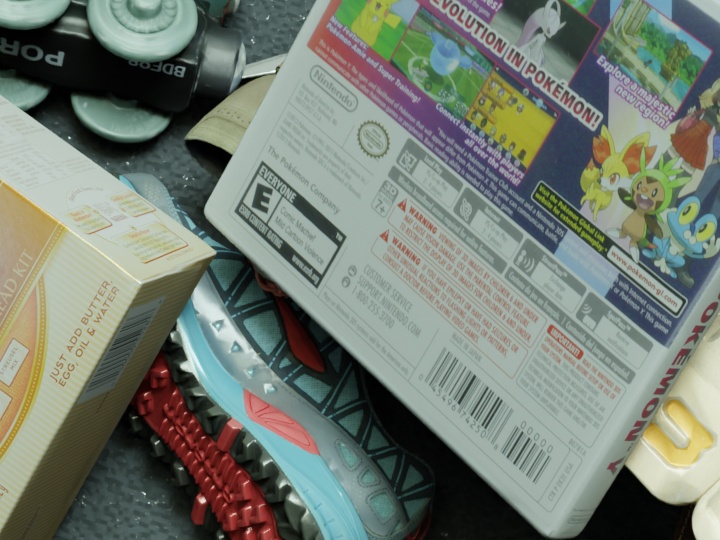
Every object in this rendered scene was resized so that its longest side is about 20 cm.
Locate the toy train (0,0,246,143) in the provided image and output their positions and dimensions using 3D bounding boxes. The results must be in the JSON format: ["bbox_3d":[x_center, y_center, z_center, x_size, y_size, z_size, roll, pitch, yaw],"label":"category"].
[{"bbox_3d":[-0.142,-0.128,0.996,0.199,0.085,0.115,12,55,-6],"label":"toy train"}]

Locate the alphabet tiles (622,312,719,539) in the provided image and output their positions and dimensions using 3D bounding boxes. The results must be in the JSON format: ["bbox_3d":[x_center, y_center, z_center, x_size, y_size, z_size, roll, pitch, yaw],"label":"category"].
[{"bbox_3d":[0.178,0.015,0.798,0.200,0.015,0.196,-44,78,0],"label":"alphabet tiles"}]

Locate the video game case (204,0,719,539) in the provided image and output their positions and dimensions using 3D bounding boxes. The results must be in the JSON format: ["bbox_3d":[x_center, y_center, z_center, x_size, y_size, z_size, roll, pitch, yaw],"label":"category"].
[{"bbox_3d":[0.049,-0.040,0.817,0.200,0.023,0.183,42,112,33],"label":"video game case"}]

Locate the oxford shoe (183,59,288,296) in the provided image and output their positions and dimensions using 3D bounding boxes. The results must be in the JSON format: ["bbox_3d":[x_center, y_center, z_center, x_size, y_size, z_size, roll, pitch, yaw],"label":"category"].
[{"bbox_3d":[0.000,0.000,0.912,0.075,0.071,0.200,-29,52,-10],"label":"oxford shoe"}]

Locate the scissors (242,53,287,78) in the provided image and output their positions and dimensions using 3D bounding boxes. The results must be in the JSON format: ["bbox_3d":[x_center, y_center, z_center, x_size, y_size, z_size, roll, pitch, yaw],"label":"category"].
[{"bbox_3d":[0.040,-0.103,1.040,0.199,0.014,0.073,-28,73,-18],"label":"scissors"}]

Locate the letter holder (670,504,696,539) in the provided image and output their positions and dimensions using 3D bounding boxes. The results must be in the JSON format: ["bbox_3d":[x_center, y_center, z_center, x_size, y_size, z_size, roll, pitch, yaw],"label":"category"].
[{"bbox_3d":[0.208,0.141,0.833,0.199,0.101,0.143,6,47,21],"label":"letter holder"}]

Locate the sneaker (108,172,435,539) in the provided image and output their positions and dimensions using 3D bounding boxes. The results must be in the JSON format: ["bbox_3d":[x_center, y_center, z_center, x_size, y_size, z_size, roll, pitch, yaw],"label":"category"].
[{"bbox_3d":[-0.043,0.042,0.946,0.095,0.079,0.200,-15,62,-38],"label":"sneaker"}]

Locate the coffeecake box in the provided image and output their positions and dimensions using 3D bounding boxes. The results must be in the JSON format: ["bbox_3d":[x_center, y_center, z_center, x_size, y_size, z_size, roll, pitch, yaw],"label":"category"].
[{"bbox_3d":[-0.181,0.004,0.895,0.200,0.073,0.154,35,109,11],"label":"coffeecake box"}]
